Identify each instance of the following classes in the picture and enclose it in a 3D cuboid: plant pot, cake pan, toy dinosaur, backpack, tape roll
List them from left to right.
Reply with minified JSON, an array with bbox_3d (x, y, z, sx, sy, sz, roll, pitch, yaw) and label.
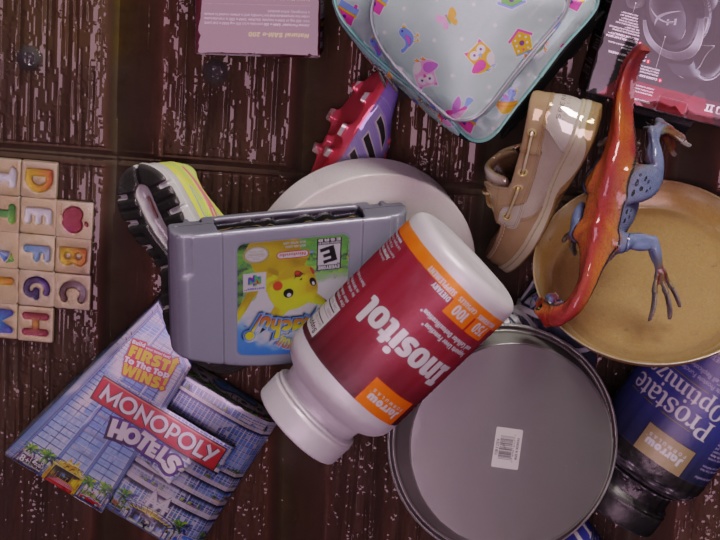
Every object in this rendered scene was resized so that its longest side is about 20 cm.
[{"bbox_3d":[0.000,0.000,1.349,0.202,0.037,0.204,-8,121,-14],"label":"tape roll"},{"bbox_3d":[0.076,-0.221,1.275,0.200,0.153,0.176,41,105,8],"label":"backpack"},{"bbox_3d":[0.123,0.146,1.308,0.199,0.037,0.201,0,92,-6],"label":"cake pan"},{"bbox_3d":[0.186,-0.048,1.260,0.105,0.182,0.200,3,134,40],"label":"toy dinosaur"},{"bbox_3d":[0.246,0.005,1.322,0.199,0.201,0.028,-5,141,3],"label":"plant pot"}]

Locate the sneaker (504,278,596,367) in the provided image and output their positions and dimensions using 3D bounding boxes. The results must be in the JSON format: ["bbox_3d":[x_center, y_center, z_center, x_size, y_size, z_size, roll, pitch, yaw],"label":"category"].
[{"bbox_3d":[0.122,0.052,1.363,0.199,0.070,0.109,9,105,-21],"label":"sneaker"}]

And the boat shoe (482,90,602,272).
[{"bbox_3d":[0.138,-0.079,1.315,0.069,0.074,0.200,23,137,-1],"label":"boat shoe"}]

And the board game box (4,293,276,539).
[{"bbox_3d":[-0.183,0.128,1.411,0.199,0.062,0.200,31,103,-5],"label":"board game box"}]

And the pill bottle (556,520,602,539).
[{"bbox_3d":[0.136,0.229,1.392,0.119,0.120,0.200,-34,100,9],"label":"pill bottle"}]

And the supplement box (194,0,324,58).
[{"bbox_3d":[-0.083,-0.283,1.315,0.108,0.061,0.201,3,102,2],"label":"supplement box"}]

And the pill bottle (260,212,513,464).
[{"bbox_3d":[0.018,0.059,1.258,0.113,0.113,0.200,44,100,-7],"label":"pill bottle"}]

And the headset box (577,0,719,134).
[{"bbox_3d":[0.277,-0.211,1.310,0.148,0.077,0.201,14,104,0],"label":"headset box"}]

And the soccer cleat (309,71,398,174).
[{"bbox_3d":[-0.010,-0.079,1.362,0.076,0.067,0.201,25,104,-19],"label":"soccer cleat"}]

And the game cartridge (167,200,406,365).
[{"bbox_3d":[-0.060,0.014,1.296,0.199,0.041,0.134,-6,123,-14],"label":"game cartridge"}]

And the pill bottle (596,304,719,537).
[{"bbox_3d":[0.277,0.129,1.368,0.112,0.112,0.200,32,101,-5],"label":"pill bottle"}]

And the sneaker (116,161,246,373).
[{"bbox_3d":[-0.136,-0.009,1.363,0.078,0.090,0.201,-16,100,24],"label":"sneaker"}]

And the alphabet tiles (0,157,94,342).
[{"bbox_3d":[-0.341,-0.021,1.411,0.199,0.006,0.167,5,102,1],"label":"alphabet tiles"}]
